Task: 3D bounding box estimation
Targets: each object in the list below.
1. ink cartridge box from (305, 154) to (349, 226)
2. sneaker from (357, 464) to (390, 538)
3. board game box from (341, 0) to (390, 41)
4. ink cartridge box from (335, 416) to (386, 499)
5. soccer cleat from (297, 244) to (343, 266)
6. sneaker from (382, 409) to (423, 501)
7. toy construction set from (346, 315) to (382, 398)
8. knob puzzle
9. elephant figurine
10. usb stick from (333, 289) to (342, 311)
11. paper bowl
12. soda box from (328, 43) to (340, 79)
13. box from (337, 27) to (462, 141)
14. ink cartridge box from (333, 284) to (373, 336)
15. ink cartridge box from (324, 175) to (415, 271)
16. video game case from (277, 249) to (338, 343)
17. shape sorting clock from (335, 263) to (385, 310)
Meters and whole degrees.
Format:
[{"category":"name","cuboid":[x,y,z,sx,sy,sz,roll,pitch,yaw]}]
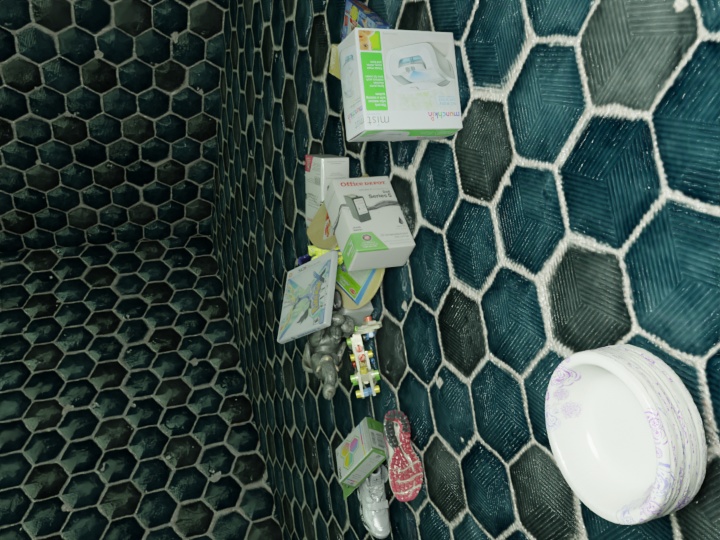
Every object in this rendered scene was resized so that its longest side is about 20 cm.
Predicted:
[{"category":"ink cartridge box","cuboid":[-0.094,-0.215,1.698,0.145,0.083,0.203,-150,58,-63]},{"category":"sneaker","cuboid":[0.037,0.586,1.600,0.116,0.074,0.202,107,152,-49]},{"category":"board game box","cuboid":[0.006,-0.535,1.430,0.201,0.034,0.137,-120,31,-45]},{"category":"ink cartridge box","cuboid":[-0.013,0.488,1.586,0.201,0.059,0.104,-52,28,25]},{"category":"soccer cleat","cuboid":[-0.089,-0.045,1.556,0.200,0.083,0.065,-35,31,44]},{"category":"sneaker","cuboid":[0.097,0.430,1.425,0.075,0.079,0.203,101,163,-68]},{"category":"toy construction set","cuboid":[0.007,0.214,1.554,0.131,0.091,0.203,-14,-74,-88]},{"category":"knob puzzle","cuboid":[-0.056,-0.128,1.529,0.218,0.030,0.222,-29,43,31]},{"category":"elephant figurine","cuboid":[-0.092,0.209,1.525,0.140,0.155,0.203,1,85,27]},{"category":"usb stick","cuboid":[-0.085,0.078,1.583,0.200,0.032,0.056,167,93,-73]},{"category":"paper bowl","cuboid":[0.326,0.193,0.746,0.200,0.103,0.204,173,90,-68]},{"category":"soda box","cuboid":[0.015,-0.429,1.329,0.200,0.067,0.065,43,138,35]},{"category":"box","cuboid":[0.070,-0.331,1.113,0.096,0.197,0.179,173,92,-67]},{"category":"ink cartridge box","cuboid":[-0.049,0.059,1.661,0.146,0.082,0.202,117,142,-52]},{"category":"ink cartridge box","cuboid":[0.017,-0.109,1.373,0.084,0.144,0.202,116,141,-52]},{"category":"video game case","cuboid":[-0.130,0.065,1.506,0.181,0.022,0.202,-24,50,40]},{"category":"shape sorting clock","cuboid":[0.000,0.000,1.514,0.199,0.039,0.202,-30,48,40]}]
